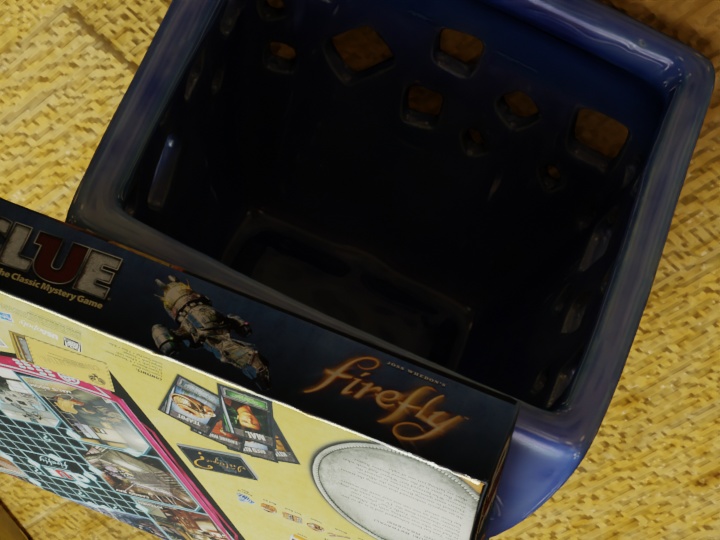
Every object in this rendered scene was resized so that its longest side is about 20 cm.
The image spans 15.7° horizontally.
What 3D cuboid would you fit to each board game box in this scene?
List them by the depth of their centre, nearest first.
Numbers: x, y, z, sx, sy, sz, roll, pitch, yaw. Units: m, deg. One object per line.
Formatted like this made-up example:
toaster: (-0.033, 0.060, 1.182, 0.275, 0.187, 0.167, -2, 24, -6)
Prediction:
board game box: (-0.051, 0.054, 0.898, 0.199, 0.035, 0.136, 22, 149, 8)

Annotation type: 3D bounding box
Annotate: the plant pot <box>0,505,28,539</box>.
plant pot: (-0.276, 0.223, 1.324, 0.194, 0.200, 0.196, -14, 123, 34)

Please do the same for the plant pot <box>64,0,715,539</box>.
plant pot: (0.000, 0.000, 0.997, 0.199, 0.200, 0.180, 23, 144, 2)
